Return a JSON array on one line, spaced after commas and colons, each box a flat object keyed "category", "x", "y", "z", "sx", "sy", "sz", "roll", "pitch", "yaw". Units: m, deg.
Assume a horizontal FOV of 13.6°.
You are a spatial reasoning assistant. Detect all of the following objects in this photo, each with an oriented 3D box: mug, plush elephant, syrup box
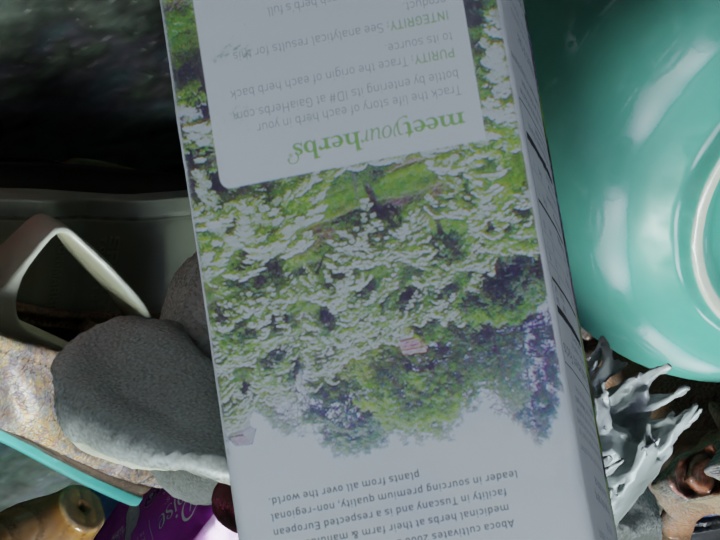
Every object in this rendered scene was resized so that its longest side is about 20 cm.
[{"category": "mug", "x": 0.112, "y": -0.059, "z": 0.848, "sx": 0.151, "sy": 0.115, "sz": 0.186, "roll": -3, "pitch": 122, "yaw": -21}, {"category": "plush elephant", "x": -0.005, "y": 0.054, "z": 0.824, "sx": 0.164, "sy": 0.155, "sz": 0.200, "roll": -31, "pitch": 154, "yaw": -40}, {"category": "syrup box", "x": 0.009, "y": 0.010, "z": 0.699, "sx": 0.078, "sy": 0.201, "sz": 0.081, "roll": -11, "pitch": 169, "yaw": 7}]

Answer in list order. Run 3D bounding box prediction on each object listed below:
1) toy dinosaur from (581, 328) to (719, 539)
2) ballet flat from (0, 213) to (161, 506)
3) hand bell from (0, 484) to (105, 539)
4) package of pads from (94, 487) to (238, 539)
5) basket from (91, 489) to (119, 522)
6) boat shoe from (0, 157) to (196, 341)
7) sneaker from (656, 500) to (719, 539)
[{"category": "toy dinosaur", "x": 0.131, "y": 0.034, "z": 0.948, "sx": 0.135, "sy": 0.200, "sz": 0.086, "roll": -25, "pitch": 115, "yaw": 41}, {"category": "ballet flat", "x": -0.114, "y": 0.009, "z": 0.845, "sx": 0.200, "sy": 0.068, "sz": 0.067, "roll": 26, "pitch": 96, "yaw": -53}, {"category": "hand bell", "x": -0.139, "y": 0.120, "z": 0.957, "sx": 0.104, "sy": 0.105, "sz": 0.200, "roll": 13, "pitch": 142, "yaw": -37}, {"category": "package of pads", "x": 0.004, "y": 0.130, "z": 0.972, "sx": 0.200, "sy": 0.076, "sz": 0.121, "roll": 31, "pitch": 111, "yaw": -23}, {"category": "basket", "x": -0.061, "y": 0.139, "z": 1.095, "sx": 0.199, "sy": 0.140, "sz": 0.176, "roll": 7, "pitch": 139, "yaw": -43}, {"category": "boat shoe", "x": -0.077, "y": -0.002, "z": 0.949, "sx": 0.200, "sy": 0.061, "sz": 0.072, "roll": 8, "pitch": 104, "yaw": -38}, {"category": "sneaker", "x": 0.097, "y": 0.071, "z": 1.082, "sx": 0.200, "sy": 0.077, "sz": 0.111, "roll": -26, "pitch": 159, "yaw": -38}]
